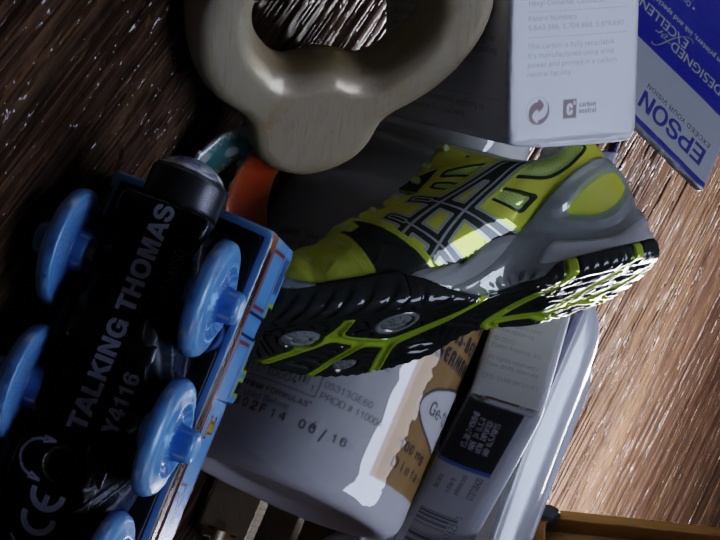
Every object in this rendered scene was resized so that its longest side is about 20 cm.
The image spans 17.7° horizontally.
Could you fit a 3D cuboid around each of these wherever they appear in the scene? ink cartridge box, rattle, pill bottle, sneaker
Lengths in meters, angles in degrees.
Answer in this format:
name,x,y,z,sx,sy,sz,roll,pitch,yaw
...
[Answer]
name,x,y,z,sx,sy,sz,roll,pitch,yaw
ink cartridge box,0.126,-0.169,1.134,0.047,0.198,0.200,-21,-148,55
ink cartridge box,0.078,0.028,1.187,0.198,0.047,0.200,107,1,-59
rattle,-0.035,-0.112,0.967,0.130,0.143,0.200,-12,144,-33
pill bottle,0.002,0.013,1.075,0.114,0.114,0.200,57,54,-69
sneaker,0.028,-0.009,0.997,0.200,0.076,0.075,-11,159,-25

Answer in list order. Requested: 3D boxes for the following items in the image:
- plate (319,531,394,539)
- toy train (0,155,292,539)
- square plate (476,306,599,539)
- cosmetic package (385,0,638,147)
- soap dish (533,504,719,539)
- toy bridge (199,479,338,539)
name,x,y,z,sx,sy,sz,roll,pitch,yaw
plate,-0.035,0.212,1.271,0.200,0.032,0.200,-59,167,8
toy train,-0.094,0.055,0.881,0.114,0.087,0.200,43,68,-78
square plate,0.077,0.122,1.279,0.198,0.028,0.200,122,-9,-74
cosmetic package,0.064,-0.159,0.982,0.074,0.102,0.200,-6,104,-32
soap dish,0.164,0.190,1.215,0.157,0.200,0.081,-74,170,-72
toy bridge,-0.049,0.145,1.217,0.067,0.027,0.200,-68,164,-4
